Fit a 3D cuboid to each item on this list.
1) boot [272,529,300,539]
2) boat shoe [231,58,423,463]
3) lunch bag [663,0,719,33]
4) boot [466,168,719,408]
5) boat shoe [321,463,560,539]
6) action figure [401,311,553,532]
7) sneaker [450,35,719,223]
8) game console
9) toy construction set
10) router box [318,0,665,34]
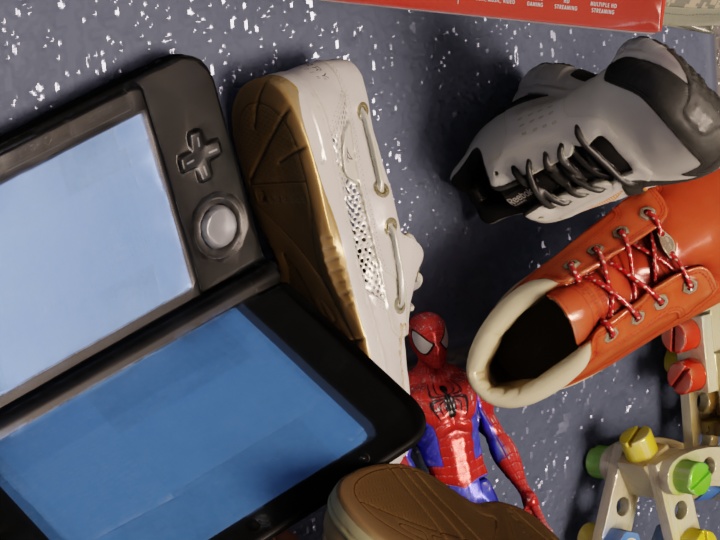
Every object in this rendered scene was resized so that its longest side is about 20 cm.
[{"bbox_3d":[-0.066,0.214,1.181,0.155,0.074,0.201,33,81,-46],"label":"boot"},{"bbox_3d":[0.000,0.000,1.198,0.069,0.071,0.201,-24,112,-37],"label":"boat shoe"},{"bbox_3d":[0.148,-0.199,1.257,0.200,0.117,0.165,-4,100,-56],"label":"lunch bag"},{"bbox_3d":[0.135,0.000,1.227,0.075,0.200,0.107,53,20,5],"label":"boot"},{"bbox_3d":[0.037,0.136,1.141,0.063,0.073,0.200,-47,148,12],"label":"boat shoe"},{"bbox_3d":[0.052,0.118,1.256,0.065,0.052,0.201,-13,89,-13],"label":"action figure"},{"bbox_3d":[0.108,-0.054,1.206,0.080,0.200,0.074,-43,101,-16],"label":"sneaker"},{"bbox_3d":[-0.092,0.025,1.092,0.200,0.116,0.177,-30,116,-34],"label":"game console"},{"bbox_3d":[0.173,0.051,1.352,0.131,0.092,0.201,-14,117,-38],"label":"toy construction set"},{"bbox_3d":[0.041,-0.201,1.132,0.049,0.199,0.180,-45,140,-83],"label":"router box"}]
